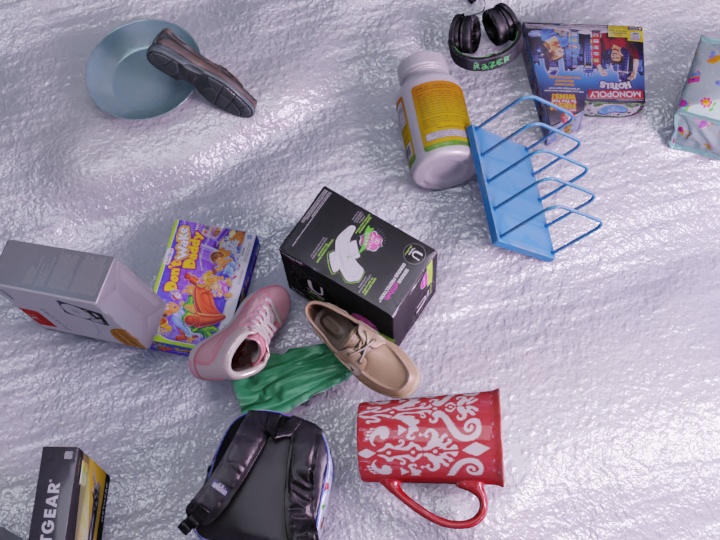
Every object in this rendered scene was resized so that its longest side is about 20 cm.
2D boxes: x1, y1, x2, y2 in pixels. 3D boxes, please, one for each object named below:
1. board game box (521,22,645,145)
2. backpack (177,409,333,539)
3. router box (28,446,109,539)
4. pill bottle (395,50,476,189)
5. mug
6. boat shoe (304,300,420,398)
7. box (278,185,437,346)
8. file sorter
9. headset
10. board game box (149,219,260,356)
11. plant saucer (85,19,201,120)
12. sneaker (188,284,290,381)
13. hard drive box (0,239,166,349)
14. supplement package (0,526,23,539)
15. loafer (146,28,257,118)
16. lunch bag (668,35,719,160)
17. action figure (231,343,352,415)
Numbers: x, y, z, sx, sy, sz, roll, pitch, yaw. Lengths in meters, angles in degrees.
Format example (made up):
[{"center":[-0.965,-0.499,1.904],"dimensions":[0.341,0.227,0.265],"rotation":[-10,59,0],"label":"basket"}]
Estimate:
[{"center":[0.356,-0.300,1.758],"dimensions":[0.197,0.062,0.202],"rotation":[4,67,5],"label":"board game box"},{"center":[-0.120,0.291,1.471],"dimensions":[0.198,0.154,0.193],"rotation":[17,78,3],"label":"backpack"},{"center":[-0.393,0.354,1.456],"dimensions":[0.051,0.158,0.202],"rotation":[1,66,4],"label":"router box"},{"center":[0.116,-0.241,1.718],"dimensions":[0.110,0.111,0.202],"rotation":[-10,65,-1],"label":"pill bottle"},{"center":[0.096,0.248,1.483],"dimensions":[0.197,0.134,0.179],"rotation":[-2,44,6],"label":"mug"},{"center":[-0.003,0.110,1.521],"dimensions":[0.199,0.064,0.072],"rotation":[33,86,29],"label":"boat shoe"},{"center":[0.000,0.000,1.595],"dimensions":[0.199,0.149,0.125],"rotation":[31,71,16],"label":"box"},{"center":[0.264,-0.139,1.624],"dimensions":[0.138,0.122,0.202],"rotation":[13,57,-41],"label":"file sorter"},{"center":[0.199,-0.411,1.794],"dimensions":[0.122,0.095,0.201],"rotation":[-13,44,5],"label":"headset"},{"center":[-0.243,0.031,1.654],"dimensions":[0.133,0.045,0.202],"rotation":[10,67,8],"label":"board game box"},{"center":[-0.361,-0.330,1.828],"dimensions":[0.198,0.039,0.203],"rotation":[-1,66,2],"label":"plant saucer"},{"center":[-0.148,0.092,1.565],"dimensions":[0.104,0.076,0.200],"rotation":[-2,31,47],"label":"sneaker"},{"center":[-0.408,0.035,1.576],"dimensions":[0.198,0.156,0.078],"rotation":[9,66,26],"label":"hard drive box"},{"center":[-0.528,0.453,1.421],"dimensions":[0.149,0.152,0.202],"rotation":[-14,65,-2],"label":"supplement package"},{"center":[-0.249,-0.326,1.769],"dimensions":[0.199,0.072,0.063],"rotation":[30,62,-16],"label":"loafer"},{"center":[0.602,-0.256,1.692],"dimensions":[0.198,0.122,0.172],"rotation":[17,67,17],"label":"lunch bag"},{"center":[-0.085,0.154,1.583],"dimensions":[0.198,0.055,0.119],"rotation":[-22,64,-2],"label":"action figure"}]
